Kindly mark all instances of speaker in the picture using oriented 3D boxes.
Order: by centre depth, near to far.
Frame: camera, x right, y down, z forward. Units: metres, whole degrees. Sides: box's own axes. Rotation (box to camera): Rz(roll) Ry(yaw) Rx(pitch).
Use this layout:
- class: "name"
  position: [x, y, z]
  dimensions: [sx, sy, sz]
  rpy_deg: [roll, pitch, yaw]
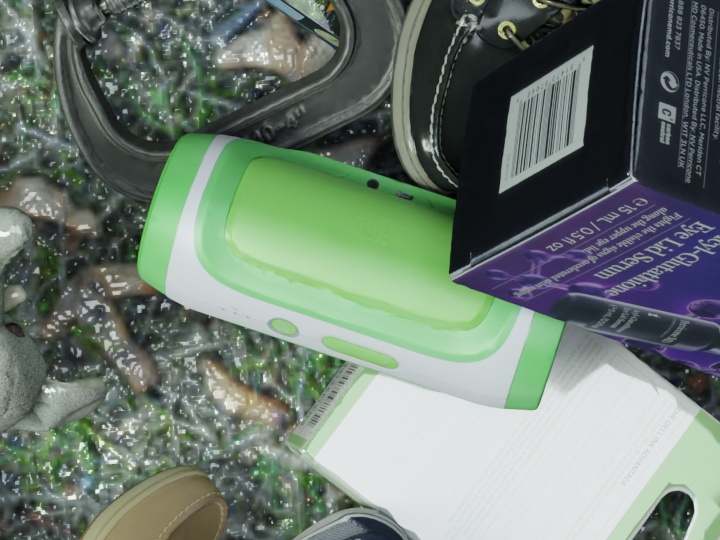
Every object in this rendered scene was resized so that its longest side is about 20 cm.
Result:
- class: "speaker"
  position: [0.000, 0.000, 1.276]
  dimensions: [0.199, 0.088, 0.089]
  rpy_deg: [18, 87, 4]

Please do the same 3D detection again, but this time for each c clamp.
- class: "c clamp"
  position: [-0.066, -0.129, 1.294]
  dimensions: [0.199, 0.027, 0.171]
  rpy_deg: [-31, 111, 8]

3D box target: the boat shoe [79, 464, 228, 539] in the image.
- class: "boat shoe"
  position: [-0.110, 0.168, 1.257]
  dimensions: [0.064, 0.072, 0.200]
  rpy_deg: [17, 43, 24]

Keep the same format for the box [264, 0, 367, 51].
- class: "box"
  position: [-0.008, -0.227, 1.327]
  dimensions: [0.136, 0.038, 0.201]
  rpy_deg: [33, 85, -11]

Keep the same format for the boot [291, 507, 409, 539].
- class: "boot"
  position: [-0.060, 0.189, 1.280]
  dimensions: [0.200, 0.090, 0.073]
  rpy_deg: [-40, 99, 7]

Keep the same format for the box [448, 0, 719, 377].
- class: "box"
  position: [0.162, -0.032, 1.203]
  dimensions: [0.199, 0.148, 0.105]
  rpy_deg: [19, 64, -23]

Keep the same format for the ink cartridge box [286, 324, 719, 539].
- class: "ink cartridge box"
  position: [0.085, 0.091, 1.348]
  dimensions: [0.200, 0.048, 0.146]
  rpy_deg: [39, 83, -10]

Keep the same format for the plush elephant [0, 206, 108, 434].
- class: "plush elephant"
  position: [-0.203, 0.015, 1.224]
  dimensions: [0.154, 0.164, 0.201]
  rpy_deg: [17, 106, 28]

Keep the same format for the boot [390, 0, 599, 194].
- class: "boot"
  position: [0.108, -0.127, 1.277]
  dimensions: [0.073, 0.153, 0.204]
  rpy_deg: [42, 63, -42]
